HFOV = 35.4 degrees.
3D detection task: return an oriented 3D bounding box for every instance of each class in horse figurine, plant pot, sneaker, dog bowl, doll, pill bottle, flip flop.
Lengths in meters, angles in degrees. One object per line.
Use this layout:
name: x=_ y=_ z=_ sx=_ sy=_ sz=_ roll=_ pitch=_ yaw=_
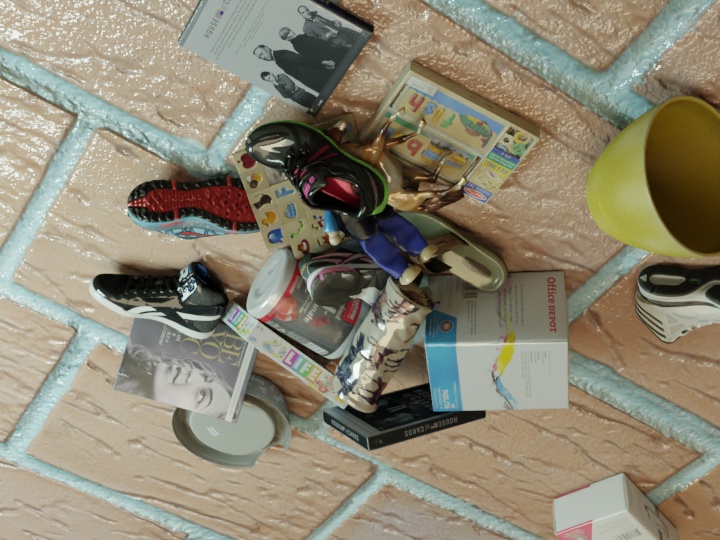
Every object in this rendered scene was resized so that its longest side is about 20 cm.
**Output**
horse figurine: x=0.052 y=-0.134 z=1.469 sx=0.132 sy=0.050 sz=0.200 roll=-30 pitch=122 yaw=28
plant pot: x=0.371 y=-0.105 z=1.422 sx=0.200 sy=0.200 sz=0.142 roll=37 pitch=153 yaw=-25
sneaker: x=0.494 y=0.054 z=1.623 sx=0.200 sy=0.076 sz=0.115 roll=8 pitch=142 yaw=9
dog bowl: x=-0.210 y=0.243 z=1.871 sx=0.200 sy=0.059 sz=0.200 roll=3 pitch=132 yaw=4
sneaker: x=-0.292 y=0.020 z=1.676 sx=0.200 sy=0.073 sz=0.112 roll=20 pitch=125 yaw=-19
doll: x=0.013 y=-0.077 z=1.513 sx=0.200 sy=0.137 sz=0.048 roll=44 pitch=162 yaw=-12
sneaker: x=-0.224 y=-0.084 z=1.578 sx=0.200 sy=0.079 sz=0.096 roll=5 pitch=164 yaw=-10
pill bottle: x=-0.057 y=0.061 z=1.652 sx=0.200 sy=0.111 sz=0.111 roll=31 pitch=128 yaw=-21
flip flop: x=0.113 y=-0.022 z=1.583 sx=0.200 sy=0.058 sz=0.081 roll=29 pitch=129 yaw=-4
sneaker: x=0.000 y=0.000 z=1.603 sx=0.200 sy=0.086 sz=0.080 roll=8 pitch=120 yaw=-39
sneaker: x=-0.059 y=-0.127 z=1.427 sx=0.200 sy=0.084 sz=0.077 roll=26 pitch=122 yaw=8

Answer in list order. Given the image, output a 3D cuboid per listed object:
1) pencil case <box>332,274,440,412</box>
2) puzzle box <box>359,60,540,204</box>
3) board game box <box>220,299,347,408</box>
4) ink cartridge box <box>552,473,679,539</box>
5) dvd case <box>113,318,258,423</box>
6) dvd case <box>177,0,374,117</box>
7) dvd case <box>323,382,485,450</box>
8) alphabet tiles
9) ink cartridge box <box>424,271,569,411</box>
pencil case: x=0.033 y=0.105 z=1.590 sx=0.089 sy=0.078 sz=0.200 roll=12 pitch=115 yaw=-41
puzzle box: x=0.116 y=-0.177 z=1.474 sx=0.200 sy=0.025 sz=0.133 roll=24 pitch=131 yaw=-16
board game box: x=-0.111 y=0.127 z=1.709 sx=0.200 sy=0.134 sz=0.034 roll=38 pitch=86 yaw=-26
ink cartridge box: x=0.452 y=0.461 z=1.979 sx=0.146 sy=0.083 sz=0.200 roll=-28 pitch=123 yaw=27
dvd case: x=-0.268 y=0.142 z=1.758 sx=0.200 sy=0.016 sz=0.149 roll=17 pitch=96 yaw=-9
dvd case: x=-0.106 y=-0.291 z=1.395 sx=0.200 sy=0.025 sz=0.150 roll=27 pitch=130 yaw=-17
dvd case: x=0.065 y=0.217 z=1.703 sx=0.200 sy=0.150 sz=0.025 roll=-12 pitch=104 yaw=-25
alphabet tiles: x=-0.067 y=-0.106 z=1.535 sx=0.167 sy=0.008 sz=0.200 roll=-19 pitch=130 yaw=-3
ink cartridge box: x=0.201 y=0.103 z=1.637 sx=0.200 sy=0.147 sz=0.146 roll=-2 pitch=131 yaw=9
